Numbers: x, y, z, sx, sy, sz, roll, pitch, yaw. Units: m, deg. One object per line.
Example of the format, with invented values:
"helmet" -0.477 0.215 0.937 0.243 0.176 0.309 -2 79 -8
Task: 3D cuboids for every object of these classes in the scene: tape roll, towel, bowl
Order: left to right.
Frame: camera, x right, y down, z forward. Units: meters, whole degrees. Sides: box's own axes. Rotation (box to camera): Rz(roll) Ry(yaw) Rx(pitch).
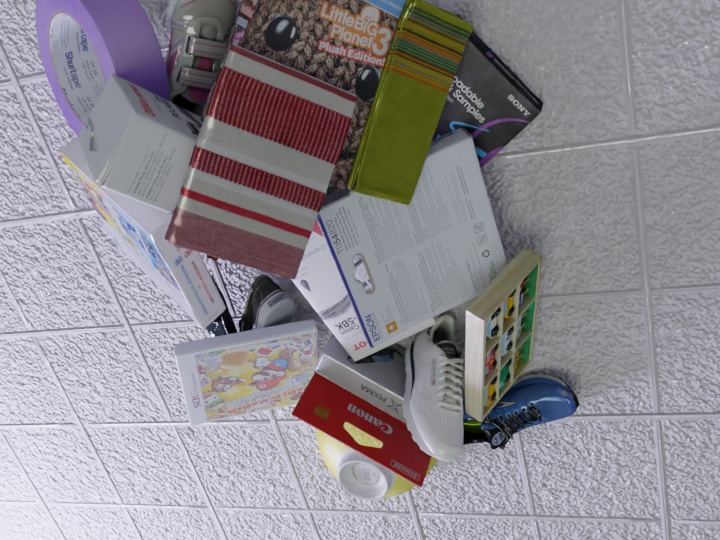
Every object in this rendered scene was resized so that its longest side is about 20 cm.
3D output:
"tape roll" -0.306 -0.241 0.952 0.198 0.065 0.204 30 133 38
"towel" -0.098 -0.103 0.806 0.141 0.023 0.204 17 102 -23
"bowl" 0.016 0.277 1.211 0.195 0.108 0.204 9 125 13
"towel" 0.052 -0.171 0.842 0.085 0.018 0.204 10 107 -31

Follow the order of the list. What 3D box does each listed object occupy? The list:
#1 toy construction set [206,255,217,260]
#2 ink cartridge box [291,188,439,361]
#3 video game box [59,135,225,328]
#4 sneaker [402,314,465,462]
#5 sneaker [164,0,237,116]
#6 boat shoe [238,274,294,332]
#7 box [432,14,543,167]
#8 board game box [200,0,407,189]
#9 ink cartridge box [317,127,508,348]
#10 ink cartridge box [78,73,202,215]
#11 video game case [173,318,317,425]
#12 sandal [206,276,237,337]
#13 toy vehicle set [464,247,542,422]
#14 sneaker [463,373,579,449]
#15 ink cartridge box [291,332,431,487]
"toy construction set" -0.224 -0.075 1.063 0.197 0.093 0.132 25 162 21
"ink cartridge box" 0.000 0.000 1.052 0.145 0.083 0.201 -27 110 30
"video game box" -0.256 -0.047 0.956 0.199 0.047 0.184 38 159 31
"sneaker" 0.103 0.150 1.047 0.075 0.203 0.081 19 131 -25
"sneaker" -0.188 -0.243 0.939 0.080 0.089 0.201 -4 143 -34
"boat shoe" -0.142 0.086 1.172 0.064 0.070 0.202 47 140 25
"box" 0.093 -0.172 0.939 0.142 0.036 0.200 40 124 -10
"board game box" -0.057 -0.215 0.846 0.157 0.097 0.204 18 103 -24
"ink cartridge box" 0.063 -0.034 0.943 0.197 0.041 0.203 -24 119 -5
"ink cartridge box" -0.185 -0.115 0.864 0.198 0.145 0.084 23 105 -36
"video game case" -0.158 0.149 1.154 0.195 0.023 0.184 -10 140 -12
"sandal" -0.219 0.045 1.098 0.074 0.048 0.203 20 143 38
"toy vehicle set" 0.175 0.083 0.998 0.026 0.124 0.202 28 146 30
"sneaker" 0.207 0.207 1.114 0.197 0.090 0.079 -20 116 28
"ink cartridge box" 0.027 0.171 1.089 0.197 0.177 0.045 29 126 2
